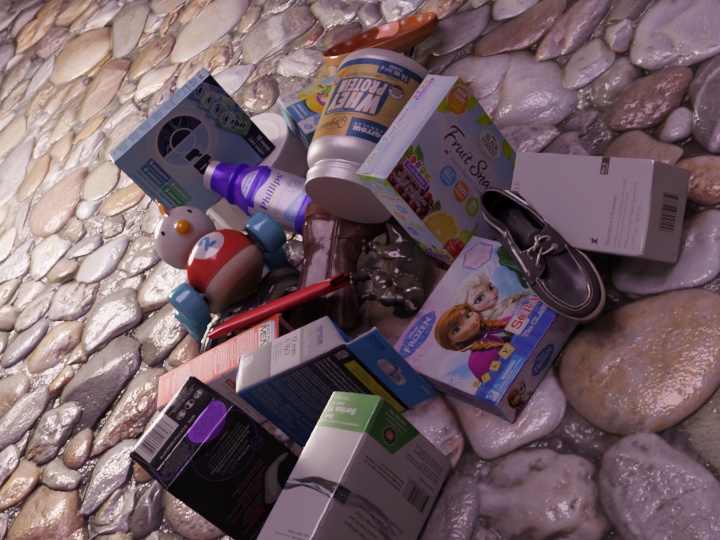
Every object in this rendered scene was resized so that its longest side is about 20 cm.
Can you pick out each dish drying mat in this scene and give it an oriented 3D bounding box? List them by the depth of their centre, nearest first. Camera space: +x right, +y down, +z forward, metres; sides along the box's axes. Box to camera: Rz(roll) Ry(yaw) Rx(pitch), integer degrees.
[{"bbox_3d":[-0.106,0.045,1.471,0.200,0.018,0.077,-21,4,26],"label":"dish drying mat"}]

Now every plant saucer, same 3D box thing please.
[{"bbox_3d":[0.035,-0.376,1.839,0.200,0.032,0.200,-19,20,7],"label":"plant saucer"}]

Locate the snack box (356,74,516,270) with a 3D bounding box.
[{"bbox_3d":[0.112,-0.121,1.422,0.068,0.200,0.169,16,65,49],"label":"snack box"}]

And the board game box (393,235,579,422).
[{"bbox_3d":[0.156,0.062,1.330,0.199,0.041,0.200,17,66,50],"label":"board game box"}]

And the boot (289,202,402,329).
[{"bbox_3d":[0.000,0.000,1.525,0.186,0.064,0.200,-3,61,14],"label":"boot"}]

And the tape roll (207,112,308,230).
[{"bbox_3d":[-0.183,-0.165,1.852,0.202,0.071,0.203,-24,40,22],"label":"tape roll"}]

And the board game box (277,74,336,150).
[{"bbox_3d":[-0.013,-0.263,1.757,0.200,0.047,0.151,-24,35,-9],"label":"board game box"}]

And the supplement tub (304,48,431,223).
[{"bbox_3d":[0.013,-0.179,1.496,0.145,0.145,0.200,-2,61,42],"label":"supplement tub"}]

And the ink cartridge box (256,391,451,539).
[{"bbox_3d":[-0.006,0.254,1.201,0.083,0.147,0.200,1,54,46],"label":"ink cartridge box"}]

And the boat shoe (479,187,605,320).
[{"bbox_3d":[0.197,-0.022,1.257,0.073,0.063,0.200,-46,52,15],"label":"boat shoe"}]

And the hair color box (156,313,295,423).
[{"bbox_3d":[-0.157,0.150,1.477,0.200,0.111,0.064,-27,39,19],"label":"hair color box"}]

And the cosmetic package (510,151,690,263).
[{"bbox_3d":[0.271,-0.076,1.296,0.200,0.081,0.113,8,90,46],"label":"cosmetic package"}]

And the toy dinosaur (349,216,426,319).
[{"bbox_3d":[0.046,0.001,1.457,0.102,0.077,0.200,2,37,15],"label":"toy dinosaur"}]

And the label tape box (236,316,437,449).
[{"bbox_3d":[-0.029,0.128,1.350,0.200,0.143,0.066,-27,40,21],"label":"label tape box"}]

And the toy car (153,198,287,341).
[{"bbox_3d":[-0.240,-0.037,1.629,0.184,0.200,0.177,-45,-9,-14],"label":"toy car"}]

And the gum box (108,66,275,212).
[{"bbox_3d":[-0.262,-0.188,1.745,0.200,0.170,0.045,-43,36,0],"label":"gum box"}]

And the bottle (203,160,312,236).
[{"bbox_3d":[-0.144,-0.117,1.702,0.200,0.065,0.084,21,77,19],"label":"bottle"}]

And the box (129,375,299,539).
[{"bbox_3d":[-0.149,0.236,1.306,0.122,0.200,0.106,-51,37,-12],"label":"box"}]

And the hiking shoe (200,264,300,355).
[{"bbox_3d":[-0.143,0.078,1.564,0.200,0.076,0.101,-48,33,-9],"label":"hiking shoe"}]
